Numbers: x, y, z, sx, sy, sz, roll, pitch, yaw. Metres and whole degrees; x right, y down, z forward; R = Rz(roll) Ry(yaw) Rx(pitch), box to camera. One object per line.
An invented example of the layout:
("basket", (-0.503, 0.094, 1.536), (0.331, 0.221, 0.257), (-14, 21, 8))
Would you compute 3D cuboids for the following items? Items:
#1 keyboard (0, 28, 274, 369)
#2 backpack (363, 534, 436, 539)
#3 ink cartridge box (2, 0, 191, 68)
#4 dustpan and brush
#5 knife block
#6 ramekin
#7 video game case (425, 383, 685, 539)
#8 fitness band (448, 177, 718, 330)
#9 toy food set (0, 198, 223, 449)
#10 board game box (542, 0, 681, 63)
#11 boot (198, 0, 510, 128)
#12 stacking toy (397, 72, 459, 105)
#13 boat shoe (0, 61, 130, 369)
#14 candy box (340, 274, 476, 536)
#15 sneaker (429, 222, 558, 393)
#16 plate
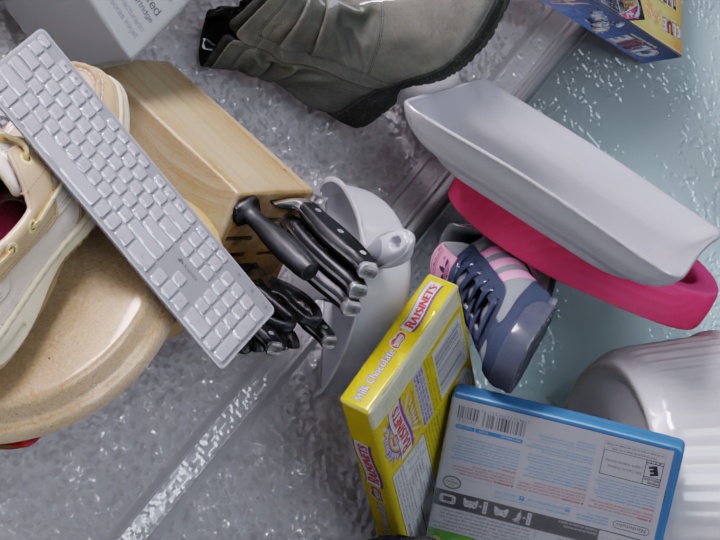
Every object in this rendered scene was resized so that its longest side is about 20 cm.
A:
("keyboard", (-0.123, -0.038, 1.005), (0.200, 0.011, 0.056), (51, 42, -11))
("backpack", (0.053, 0.256, 1.111), (0.127, 0.167, 0.200), (-36, 99, -19))
("ink cartridge box", (-0.141, -0.237, 1.133), (0.200, 0.083, 0.147), (-52, 123, -32))
("dustpan and brush", (0.000, 0.000, 1.128), (0.057, 0.200, 0.140), (7, 78, -28))
("knife block", (-0.074, -0.045, 1.103), (0.064, 0.175, 0.200), (-3, 82, -47))
("ramekin", (0.201, 0.138, 1.233), (0.094, 0.202, 0.203), (1, 80, -17))
("video game case", (0.110, 0.180, 1.164), (0.143, 0.018, 0.200), (13, 110, 11))
("fitness band", (0.152, -0.021, 1.262), (0.200, 0.144, 0.037), (21, 108, -25))
("toy food set", (-0.192, 0.010, 1.046), (0.198, 0.049, 0.200), (26, 65, 22))
("board game box", (0.171, -0.238, 1.324), (0.200, 0.035, 0.136), (19, 70, -55))
("boot", (-0.007, -0.158, 1.159), (0.131, 0.200, 0.068), (19, 55, -31))
("stacking toy", (0.038, -0.203, 1.249), (0.146, 0.146, 0.200), (-9, 101, -32))
("boat shoe", (-0.185, -0.039, 0.998), (0.069, 0.074, 0.200), (57, 44, -48))
("candy box", (0.037, 0.100, 1.160), (0.102, 0.026, 0.200), (-52, 151, -26))
("sneaker", (0.078, 0.019, 1.199), (0.082, 0.200, 0.070), (27, 103, -2))
("plate", (0.130, -0.054, 1.212), (0.200, 0.032, 0.200), (34, 17, 10))
